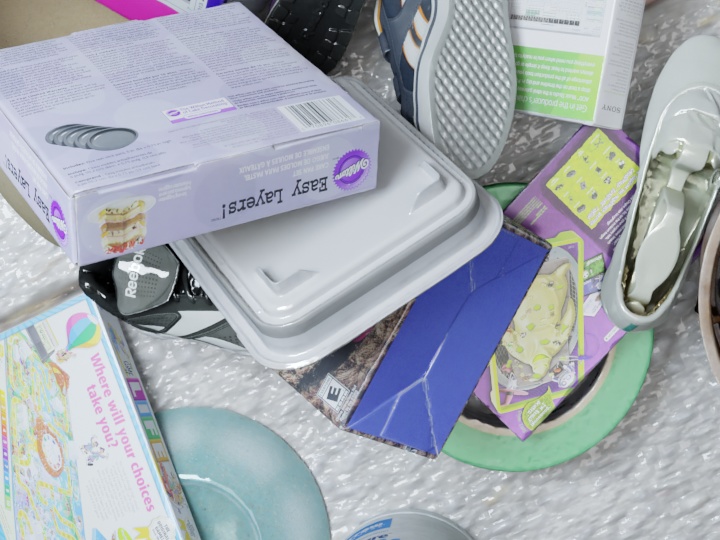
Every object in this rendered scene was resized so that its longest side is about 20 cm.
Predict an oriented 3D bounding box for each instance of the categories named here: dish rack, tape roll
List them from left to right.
[{"bbox_3d":[-0.028,-0.043,0.956,0.171,0.200,0.044,-33,132,-9],"label":"dish rack"},{"bbox_3d":[0.108,0.039,1.127,0.197,0.048,0.204,0,94,4],"label":"tape roll"}]

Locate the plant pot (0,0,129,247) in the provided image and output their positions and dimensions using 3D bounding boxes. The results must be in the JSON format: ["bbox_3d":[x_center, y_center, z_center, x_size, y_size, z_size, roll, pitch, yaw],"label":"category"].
[{"bbox_3d":[-0.177,-0.091,1.084,0.197,0.201,0.136,12,126,3],"label":"plant pot"}]

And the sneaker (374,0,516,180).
[{"bbox_3d":[0.055,-0.148,1.061,0.078,0.079,0.203,17,68,-33],"label":"sneaker"}]

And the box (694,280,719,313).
[{"bbox_3d":[0.344,-0.018,1.074,0.197,0.107,0.151,12,96,4],"label":"box"}]

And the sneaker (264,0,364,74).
[{"bbox_3d":[-0.008,-0.230,1.063,0.075,0.088,0.200,26,128,-20],"label":"sneaker"}]

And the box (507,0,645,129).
[{"bbox_3d":[0.131,-0.204,1.069,0.143,0.036,0.203,17,97,47],"label":"box"}]

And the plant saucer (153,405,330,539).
[{"bbox_3d":[-0.122,0.203,1.163,0.198,0.039,0.204,0,95,5],"label":"plant saucer"}]

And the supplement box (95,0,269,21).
[{"bbox_3d":[-0.153,-0.244,1.060,0.198,0.104,0.102,29,135,7],"label":"supplement box"}]

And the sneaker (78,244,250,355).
[{"bbox_3d":[-0.112,0.012,1.021,0.198,0.090,0.067,1,74,44],"label":"sneaker"}]

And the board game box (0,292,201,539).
[{"bbox_3d":[-0.210,0.134,1.141,0.133,0.034,0.202,-24,80,11],"label":"board game box"}]

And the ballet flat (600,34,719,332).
[{"bbox_3d":[0.208,-0.053,1.029,0.069,0.069,0.203,18,96,3],"label":"ballet flat"}]

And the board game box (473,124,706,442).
[{"bbox_3d":[0.137,0.003,1.084,0.120,0.032,0.200,44,96,3],"label":"board game box"}]

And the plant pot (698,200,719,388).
[{"bbox_3d":[0.284,0.007,0.928,0.197,0.198,0.203,0,95,4],"label":"plant pot"}]

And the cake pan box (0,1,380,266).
[{"bbox_3d":[-0.110,-0.088,0.921,0.198,0.184,0.053,-17,130,-27],"label":"cake pan box"}]

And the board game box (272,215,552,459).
[{"bbox_3d":[0.000,0.000,1.053,0.199,0.096,0.161,35,99,45],"label":"board game box"}]

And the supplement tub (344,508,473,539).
[{"bbox_3d":[0.028,0.246,1.074,0.130,0.200,0.134,0,95,4],"label":"supplement tub"}]
